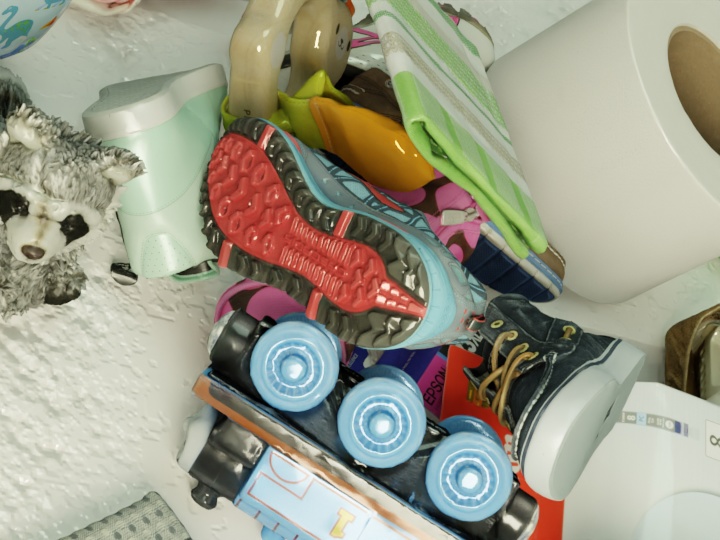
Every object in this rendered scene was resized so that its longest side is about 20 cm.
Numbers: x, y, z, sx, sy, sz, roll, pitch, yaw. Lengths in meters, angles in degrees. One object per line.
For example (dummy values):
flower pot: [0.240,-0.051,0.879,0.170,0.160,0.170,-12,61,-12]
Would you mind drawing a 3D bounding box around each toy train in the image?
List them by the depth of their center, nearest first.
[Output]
toy train: [-0.006,0.105,0.921,0.199,0.115,0.087,32,3,-1]

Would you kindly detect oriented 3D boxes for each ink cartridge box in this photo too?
ink cartridge box: [0.139,0.132,1.019,0.198,0.047,0.161,22,53,-17]
ink cartridge box: [0.079,0.094,1.077,0.199,0.037,0.095,38,37,0]

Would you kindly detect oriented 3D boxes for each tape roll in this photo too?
tape roll: [0.197,-0.094,1.241,0.202,0.138,0.205,28,49,-37]

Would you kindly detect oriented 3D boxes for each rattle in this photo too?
rattle: [0.004,-0.139,1.091,0.200,0.141,0.132,-47,130,-54]

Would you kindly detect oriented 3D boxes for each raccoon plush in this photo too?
raccoon plush: [-0.183,-0.074,0.936,0.096,0.134,0.201,5,48,-35]

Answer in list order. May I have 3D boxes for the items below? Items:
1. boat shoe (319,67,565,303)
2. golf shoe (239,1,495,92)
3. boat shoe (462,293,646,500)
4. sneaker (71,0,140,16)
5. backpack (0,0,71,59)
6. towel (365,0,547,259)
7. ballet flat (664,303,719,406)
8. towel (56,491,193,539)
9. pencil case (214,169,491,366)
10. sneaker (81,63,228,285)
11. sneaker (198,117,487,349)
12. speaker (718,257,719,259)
boat shoe: [0.066,-0.060,1.164,0.199,0.072,0.073,39,68,-9]
golf shoe: [0.012,-0.139,1.233,0.198,0.073,0.093,-2,60,-30]
boat shoe: [0.092,0.065,0.957,0.090,0.072,0.200,25,13,13]
sneaker: [-0.132,-0.207,1.170,0.198,0.076,0.105,9,44,-27]
backpack: [-0.231,-0.212,0.984,0.182,0.200,0.147,-16,63,-49]
towel: [0.045,-0.111,1.072,0.149,0.031,0.201,42,24,-39]
ballet flat: [0.240,0.091,1.183,0.067,0.072,0.201,31,38,-11]
towel: [-0.112,0.211,0.800,0.199,0.035,0.193,-20,69,-52]
pencil case: [0.000,0.000,1.048,0.200,0.093,0.092,-42,126,-50]
sneaker: [-0.114,-0.056,1.054,0.201,0.073,0.120,-66,143,-73]
sneaker: [-0.010,-0.012,0.945,0.095,0.080,0.200,14,21,-47]
speaker: [0.328,-0.026,1.369,0.200,0.089,0.088,47,37,9]
